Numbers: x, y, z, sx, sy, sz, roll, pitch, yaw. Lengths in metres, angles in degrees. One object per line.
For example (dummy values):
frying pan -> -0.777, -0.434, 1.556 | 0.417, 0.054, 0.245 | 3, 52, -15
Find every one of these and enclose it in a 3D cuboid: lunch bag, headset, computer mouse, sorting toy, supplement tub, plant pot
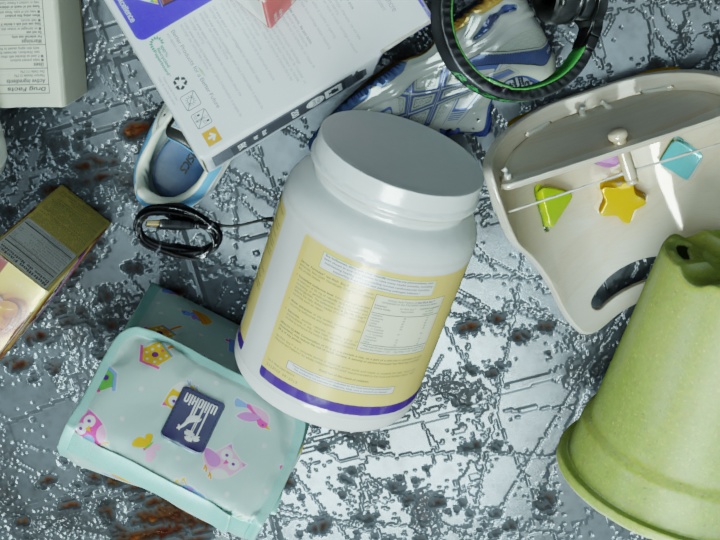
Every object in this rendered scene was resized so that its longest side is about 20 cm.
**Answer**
lunch bag -> -0.127, 0.115, 1.238 | 0.170, 0.200, 0.122 | 27, 111, -2
headset -> 0.127, -0.219, 1.147 | 0.123, 0.094, 0.201 | 18, 86, -17
computer mouse -> -0.074, -0.035, 1.246 | 0.199, 0.034, 0.059 | -7, 114, -16
sorting toy -> 0.202, -0.043, 1.228 | 0.199, 0.107, 0.181 | -17, 114, 2
supplement tub -> 0.000, 0.000, 1.183 | 0.145, 0.146, 0.201 | 20, 118, -1
plant pot -> 0.260, 0.077, 1.185 | 0.199, 0.201, 0.185 | 12, 113, 2

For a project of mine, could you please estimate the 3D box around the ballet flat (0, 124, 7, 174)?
ballet flat -> -0.305, -0.154, 1.178 | 0.069, 0.069, 0.201 | -10, 103, 8

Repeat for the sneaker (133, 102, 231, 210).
sneaker -> -0.112, -0.130, 1.240 | 0.072, 0.072, 0.201 | 28, 104, -1

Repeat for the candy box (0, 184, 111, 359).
candy box -> -0.263, 0.015, 1.225 | 0.056, 0.200, 0.117 | 39, 105, -5

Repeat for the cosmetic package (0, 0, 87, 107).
cosmetic package -> -0.270, -0.227, 1.226 | 0.103, 0.073, 0.201 | 1, 106, 6

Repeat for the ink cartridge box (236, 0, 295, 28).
ink cartridge box -> -0.043, -0.288, 1.148 | 0.116, 0.068, 0.200 | 41, 85, 7

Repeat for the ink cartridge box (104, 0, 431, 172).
ink cartridge box -> -0.079, -0.207, 1.190 | 0.200, 0.043, 0.199 | -31, 81, -3

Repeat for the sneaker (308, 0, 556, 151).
sneaker -> 0.056, -0.126, 1.224 | 0.200, 0.075, 0.088 | -33, 100, 13
